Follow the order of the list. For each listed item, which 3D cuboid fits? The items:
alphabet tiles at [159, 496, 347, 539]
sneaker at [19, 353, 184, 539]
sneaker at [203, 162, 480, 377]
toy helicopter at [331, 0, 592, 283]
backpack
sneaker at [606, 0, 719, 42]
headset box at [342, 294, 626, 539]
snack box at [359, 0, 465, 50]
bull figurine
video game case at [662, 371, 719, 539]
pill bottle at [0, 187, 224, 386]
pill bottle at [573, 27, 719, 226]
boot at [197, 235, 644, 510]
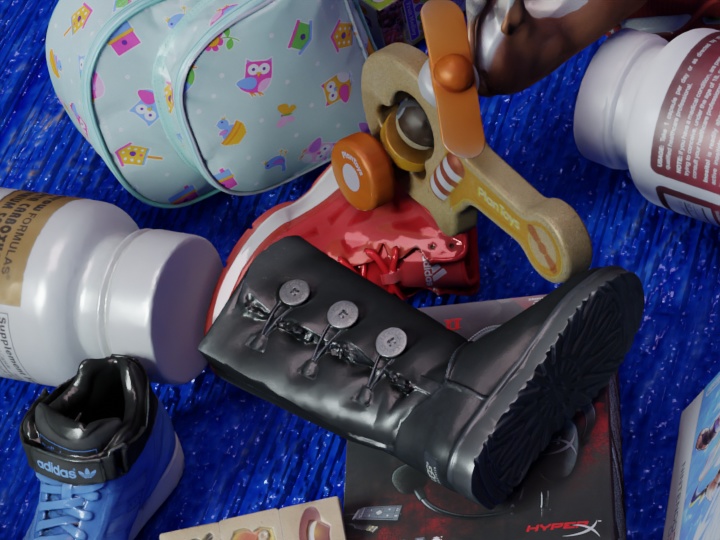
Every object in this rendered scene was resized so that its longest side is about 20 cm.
[{"bbox_3d":[-0.043,0.222,1.241,0.166,0.008,0.201,-13,69,8],"label":"alphabet tiles"},{"bbox_3d":[-0.165,0.135,1.343,0.076,0.111,0.200,11,51,24],"label":"sneaker"},{"bbox_3d":[0.000,0.000,1.454,0.115,0.079,0.200,19,56,31],"label":"sneaker"},{"bbox_3d":[0.066,-0.067,1.390,0.079,0.133,0.200,-24,47,-28],"label":"toy helicopter"},{"bbox_3d":[-0.092,-0.134,1.537,0.199,0.176,0.153,-27,42,-5],"label":"backpack"},{"bbox_3d":[0.258,-0.204,1.562,0.199,0.078,0.116,3,57,16],"label":"sneaker"},{"bbox_3d":[0.070,0.098,1.341,0.148,0.077,0.201,-6,48,10],"label":"headset box"},{"bbox_3d":[0.010,-0.243,1.698,0.142,0.053,0.200,-36,49,-18],"label":"snack box"},{"bbox_3d":[0.136,-0.184,1.453,0.065,0.122,0.200,31,60,29],"label":"bull figurine"},{"bbox_3d":[0.215,0.098,1.224,0.045,0.200,0.182,22,49,-9],"label":"video game case"},{"bbox_3d":[-0.188,0.011,1.456,0.199,0.115,0.115,8,50,27],"label":"pill bottle"},{"bbox_3d":[0.233,-0.079,1.441,0.199,0.113,0.113,21,55,30],"label":"pill bottle"},{"bbox_3d":[0.032,0.030,1.325,0.199,0.066,0.165,23,56,37],"label":"boot"}]
